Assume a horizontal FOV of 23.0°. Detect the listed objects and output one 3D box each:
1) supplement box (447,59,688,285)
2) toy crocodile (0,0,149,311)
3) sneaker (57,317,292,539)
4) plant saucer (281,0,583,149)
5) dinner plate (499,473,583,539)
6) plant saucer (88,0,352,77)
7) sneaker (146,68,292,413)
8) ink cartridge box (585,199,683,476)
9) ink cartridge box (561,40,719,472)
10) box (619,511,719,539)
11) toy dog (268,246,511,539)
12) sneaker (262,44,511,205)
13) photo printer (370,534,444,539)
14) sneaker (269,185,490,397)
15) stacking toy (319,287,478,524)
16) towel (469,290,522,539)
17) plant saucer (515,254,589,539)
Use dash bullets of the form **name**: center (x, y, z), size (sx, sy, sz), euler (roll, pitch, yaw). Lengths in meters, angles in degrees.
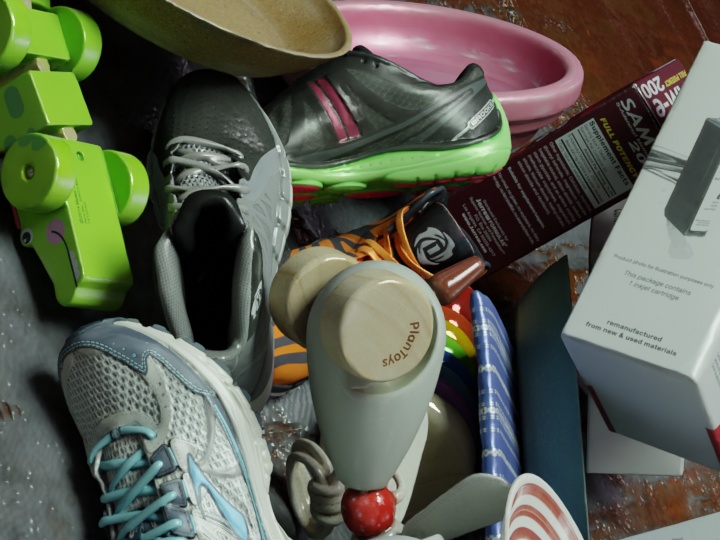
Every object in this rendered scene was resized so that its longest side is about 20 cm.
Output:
- **supplement box**: center (0.121, -0.054, 1.124), size (0.061, 0.200, 0.109), euler (60, 28, -1)
- **toy crocodile**: center (-0.158, -0.072, 0.864), size (0.068, 0.062, 0.200), euler (2, 66, -57)
- **sneaker**: center (-0.078, 0.113, 0.785), size (0.200, 0.078, 0.086), euler (58, 32, -1)
- **plant saucer**: center (0.040, -0.122, 1.127), size (0.201, 0.200, 0.051), euler (-43, 144, -61)
- **dinner plate**: center (0.093, 0.190, 0.786), size (0.200, 0.024, 0.200), euler (-17, 90, -73)
- **plant saucer**: center (-0.099, -0.159, 0.955), size (0.200, 0.035, 0.200), euler (28, 23, -13)
- **sneaker**: center (-0.069, -0.031, 0.864), size (0.116, 0.075, 0.200), euler (94, -9, -65)
- **ink cartridge box**: center (0.184, 0.021, 1.170), size (0.116, 0.067, 0.200), euler (-70, 160, -66)
- **ink cartridge box**: center (0.204, -0.007, 1.006), size (0.200, 0.084, 0.144), euler (-61, 151, -16)
- **box**: center (0.208, 0.265, 0.946), size (0.199, 0.171, 0.200), euler (54, 26, -37)
- **toy dog**: center (0.026, 0.069, 0.842), size (0.132, 0.096, 0.200), euler (-128, -153, -46)
- **sneaker**: center (-0.016, -0.083, 0.995), size (0.200, 0.077, 0.084), euler (-3, 80, -16)
- **photo printer**: center (0.018, 0.193, 0.722), size (0.166, 0.069, 0.200), euler (69, 16, 8)
- **sneaker**: center (0.000, 0.000, 0.971), size (0.078, 0.112, 0.200), euler (60, 29, -5)
- **stacking toy**: center (0.039, 0.060, 1.018), size (0.085, 0.085, 0.200), euler (51, 26, -13)
- **towel**: center (0.072, 0.124, 0.949), size (0.145, 0.024, 0.200), euler (57, 30, -73)
- **plant saucer**: center (0.117, 0.091, 1.076), size (0.200, 0.036, 0.200), euler (-4, 90, -84)
